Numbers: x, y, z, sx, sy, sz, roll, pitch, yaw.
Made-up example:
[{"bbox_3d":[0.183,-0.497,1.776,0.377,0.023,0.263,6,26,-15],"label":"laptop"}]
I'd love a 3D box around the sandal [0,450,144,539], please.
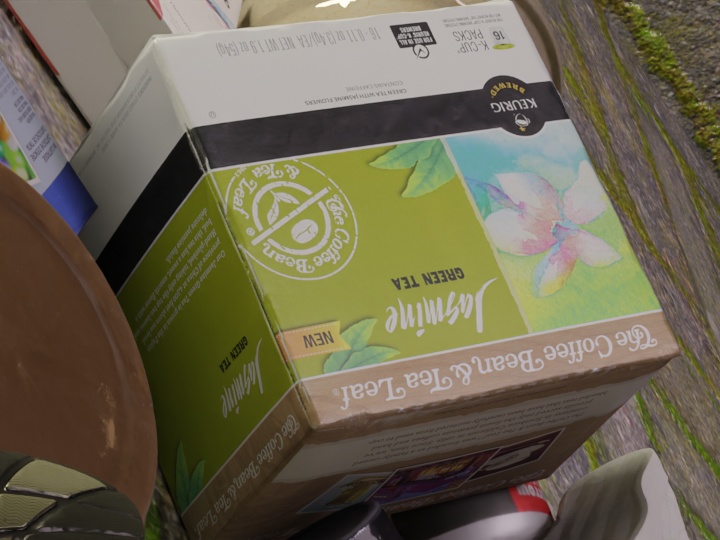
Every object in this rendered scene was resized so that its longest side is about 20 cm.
[{"bbox_3d":[-0.127,0.131,0.903,0.080,0.057,0.201,22,40,-4],"label":"sandal"}]

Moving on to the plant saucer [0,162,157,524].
[{"bbox_3d":[-0.137,0.034,1.033,0.200,0.029,0.200,43,33,-36],"label":"plant saucer"}]

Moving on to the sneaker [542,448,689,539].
[{"bbox_3d":[0.129,0.164,1.288,0.116,0.074,0.200,63,22,-6],"label":"sneaker"}]

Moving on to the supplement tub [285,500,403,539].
[{"bbox_3d":[0.027,0.201,1.207,0.200,0.107,0.107,59,14,-7],"label":"supplement tub"}]

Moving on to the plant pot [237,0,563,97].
[{"bbox_3d":[0.007,-0.048,1.500,0.201,0.200,0.184,52,27,-32],"label":"plant pot"}]

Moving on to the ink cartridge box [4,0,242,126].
[{"bbox_3d":[-0.121,-0.153,1.456,0.117,0.067,0.200,56,15,-20],"label":"ink cartridge box"}]

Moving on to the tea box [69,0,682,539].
[{"bbox_3d":[0.000,0.000,1.263,0.200,0.134,0.197,-11,67,-33],"label":"tea box"}]

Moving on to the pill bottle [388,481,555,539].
[{"bbox_3d":[0.028,0.110,1.367,0.200,0.114,0.114,66,15,21],"label":"pill bottle"}]

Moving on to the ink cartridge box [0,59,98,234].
[{"bbox_3d":[-0.169,-0.058,1.161,0.200,0.042,0.119,60,14,-12],"label":"ink cartridge box"}]
